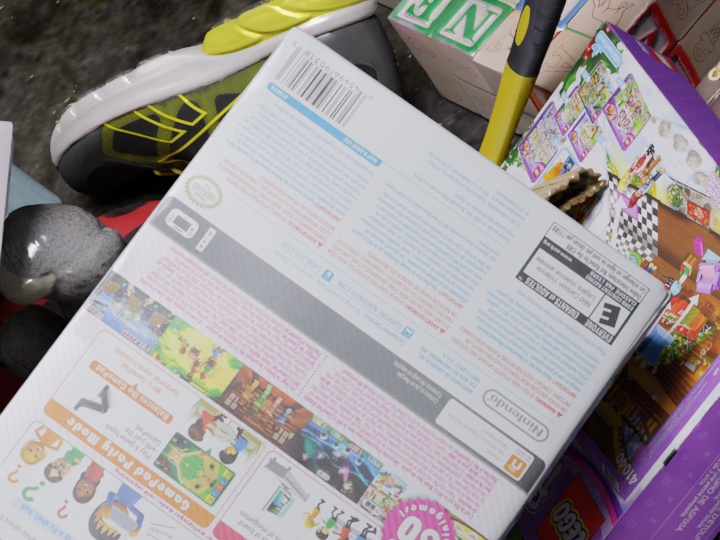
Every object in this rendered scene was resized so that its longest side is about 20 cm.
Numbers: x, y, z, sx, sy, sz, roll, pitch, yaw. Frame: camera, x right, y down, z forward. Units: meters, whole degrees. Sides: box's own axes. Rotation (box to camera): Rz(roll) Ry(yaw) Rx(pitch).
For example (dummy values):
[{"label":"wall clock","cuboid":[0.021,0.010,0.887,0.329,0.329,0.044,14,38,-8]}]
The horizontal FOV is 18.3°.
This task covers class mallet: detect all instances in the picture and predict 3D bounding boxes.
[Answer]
[{"label":"mallet","cuboid":[0.058,-0.080,0.890,0.041,0.201,0.066,-4,33,-28]}]

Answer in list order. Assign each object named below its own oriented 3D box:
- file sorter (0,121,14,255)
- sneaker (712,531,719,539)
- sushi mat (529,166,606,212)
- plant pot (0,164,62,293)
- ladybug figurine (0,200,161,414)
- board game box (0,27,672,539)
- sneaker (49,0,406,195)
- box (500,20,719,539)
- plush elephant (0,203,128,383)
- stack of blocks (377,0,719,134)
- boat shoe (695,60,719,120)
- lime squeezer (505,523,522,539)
[{"label":"file sorter","cuboid":[-0.210,0.016,0.819,0.200,0.124,0.139,177,98,-71]},{"label":"sneaker","cuboid":[0.113,0.156,0.742,0.099,0.070,0.200,2,54,41]},{"label":"sushi mat","cuboid":[0.000,0.000,0.852,0.096,0.012,0.200,-33,10,-32]},{"label":"plant pot","cuboid":[-0.292,-0.021,0.989,0.196,0.200,0.196,-54,24,-13]},{"label":"ladybug figurine","cuboid":[-0.119,0.040,0.965,0.200,0.072,0.136,-46,45,-7]},{"label":"board game box","cuboid":[-0.020,0.050,0.698,0.147,0.064,0.200,36,77,5]},{"label":"sneaker","cuboid":[-0.063,-0.064,1.008,0.200,0.085,0.074,-24,2,40]},{"label":"box","cuboid":[0.092,0.013,0.795,0.137,0.039,0.200,-54,29,19]},{"label":"plush elephant","cuboid":[-0.073,0.093,0.817,0.164,0.200,0.155,19,67,9]},{"label":"stack of blocks","cuboid":[0.069,-0.131,0.988,0.115,0.059,0.200,-49,46,-10]},{"label":"boat shoe","cuboid":[0.170,-0.073,0.875,0.059,0.072,0.200,34,84,40]},{"label":"lime squeezer","cuboid":[0.027,0.147,0.827,0.200,0.038,0.071,-53,15,-13]}]
